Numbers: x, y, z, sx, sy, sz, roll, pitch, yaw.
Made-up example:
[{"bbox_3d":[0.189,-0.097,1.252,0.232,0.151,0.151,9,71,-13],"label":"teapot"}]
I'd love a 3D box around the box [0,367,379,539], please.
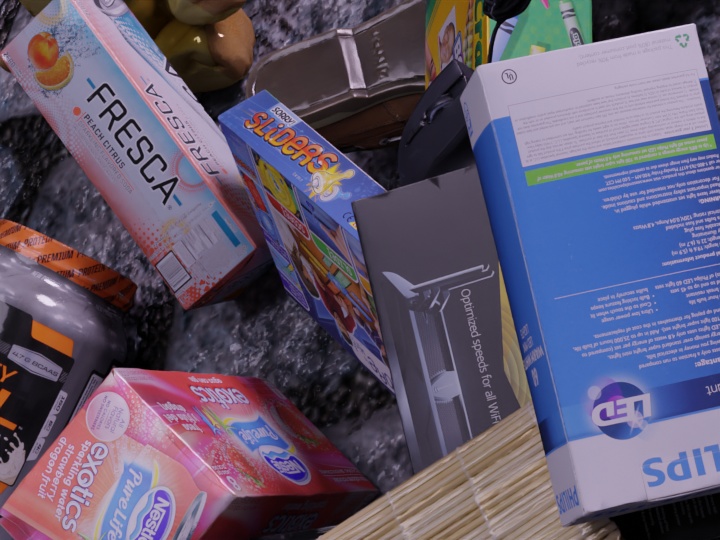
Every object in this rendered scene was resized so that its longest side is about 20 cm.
[{"bbox_3d":[-0.086,0.121,1.299,0.095,0.200,0.103,44,101,18],"label":"box"}]

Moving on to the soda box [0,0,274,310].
[{"bbox_3d":[-0.126,-0.074,1.493,0.064,0.068,0.200,-40,81,21],"label":"soda box"}]

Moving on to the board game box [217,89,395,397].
[{"bbox_3d":[0.000,0.000,1.349,0.034,0.136,0.200,-31,40,-14],"label":"board game box"}]

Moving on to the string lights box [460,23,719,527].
[{"bbox_3d":[0.117,0.002,1.091,0.059,0.102,0.201,120,138,-78],"label":"string lights box"}]

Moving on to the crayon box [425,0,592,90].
[{"bbox_3d":[0.077,-0.088,1.304,0.119,0.058,0.201,149,122,-74],"label":"crayon box"}]

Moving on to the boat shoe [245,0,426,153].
[{"bbox_3d":[0.037,-0.113,1.427,0.199,0.068,0.072,-10,61,15],"label":"boat shoe"}]

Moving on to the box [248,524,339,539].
[{"bbox_3d":[0.034,0.212,1.195,0.160,0.044,0.200,-10,54,1],"label":"box"}]

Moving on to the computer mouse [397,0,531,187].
[{"bbox_3d":[0.051,-0.097,1.219,0.200,0.034,0.059,108,160,-46],"label":"computer mouse"}]

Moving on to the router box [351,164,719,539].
[{"bbox_3d":[0.095,0.042,1.171,0.157,0.052,0.201,-16,80,19],"label":"router box"}]

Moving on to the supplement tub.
[{"bbox_3d":[-0.223,0.078,1.533,0.122,0.122,0.200,17,80,48],"label":"supplement tub"}]

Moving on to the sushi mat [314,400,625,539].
[{"bbox_3d":[0.028,0.143,1.146,0.200,0.012,0.096,-34,63,19],"label":"sushi mat"}]

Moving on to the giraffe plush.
[{"bbox_3d":[-0.140,-0.206,1.623,0.200,0.172,0.163,118,168,-56],"label":"giraffe plush"}]
